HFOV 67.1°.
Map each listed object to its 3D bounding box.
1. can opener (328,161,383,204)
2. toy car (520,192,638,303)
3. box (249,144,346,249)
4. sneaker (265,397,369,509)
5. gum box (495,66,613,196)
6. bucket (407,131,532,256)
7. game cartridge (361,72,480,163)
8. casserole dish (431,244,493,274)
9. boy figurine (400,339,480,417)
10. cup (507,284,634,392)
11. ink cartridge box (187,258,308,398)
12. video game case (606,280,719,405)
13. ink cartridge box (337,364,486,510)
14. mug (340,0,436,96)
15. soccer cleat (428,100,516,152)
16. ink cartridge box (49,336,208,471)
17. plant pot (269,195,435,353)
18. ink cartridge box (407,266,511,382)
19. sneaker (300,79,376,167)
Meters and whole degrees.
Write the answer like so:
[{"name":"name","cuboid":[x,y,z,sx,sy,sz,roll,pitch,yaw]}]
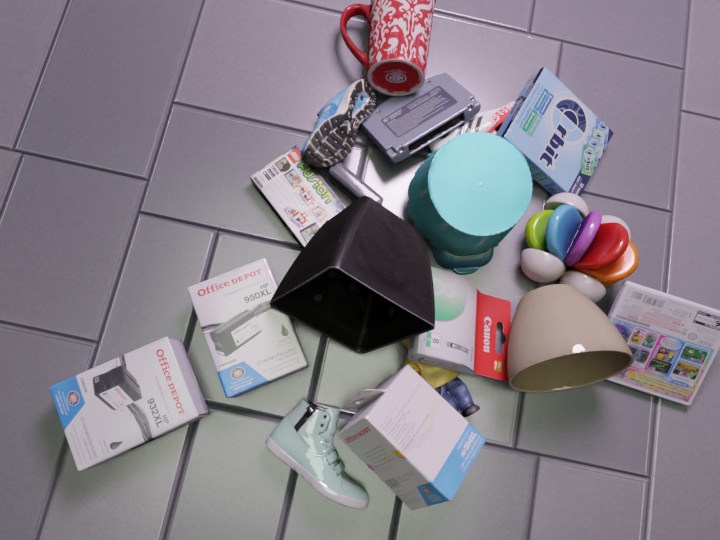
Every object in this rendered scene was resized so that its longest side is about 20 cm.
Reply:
[{"name":"can opener","cuboid":[0.010,-0.115,1.010,0.200,0.053,0.067,40,78,6]},{"name":"toy car","cuboid":[0.399,-0.047,0.973,0.200,0.150,0.175,30,78,2]},{"name":"box","cuboid":[-0.103,-0.124,1.012,0.110,0.035,0.200,-36,83,-10]},{"name":"sneaker","cuboid":[-0.047,0.300,0.906,0.200,0.074,0.118,35,84,6]},{"name":"gum box","cuboid":[0.371,-0.255,1.038,0.200,0.045,0.170,35,77,-16]},{"name":"bucket","cuboid":[0.189,-0.133,0.940,0.207,0.135,0.208,1,83,-6]},{"name":"game cartridge","cuboid":[0.109,-0.296,1.035,0.200,0.042,0.133,-32,51,-5]},{"name":"casserole dish","cuboid":[0.191,-0.094,1.026,0.121,0.039,0.201,-5,80,-4]},{"name":"boy figurine","cuboid":[0.123,0.174,0.952,0.124,0.064,0.200,-30,81,-11]},{"name":"cup","cuboid":[0.338,0.109,0.931,0.200,0.200,0.144,-4,60,-5]},{"name":"ink cartridge box","cuboid":[-0.192,0.099,0.935,0.144,0.084,0.200,-22,80,-9]},{"name":"video game case","cuboid":[0.532,0.132,0.973,0.200,0.024,0.182,18,104,-1]},{"name":"ink cartridge box","cuboid":[0.071,0.260,0.876,0.200,0.129,0.125,45,54,3]},{"name":"mug","cuboid":[0.059,-0.444,1.045,0.177,0.133,0.201,-9,67,38]},{"name":"soccer cleat","cuboid":[0.218,-0.279,1.053,0.200,0.069,0.085,-39,88,-6]},{"name":"ink cartridge box","cuboid":[-0.377,0.216,0.897,0.200,0.084,0.145,-23,80,-8]},{"name":"plant pot","cuboid":[0.000,0.000,0.899,0.200,0.199,0.178,30,55,-25]},{"name":"ink cartridge box","cuboid":[0.186,0.094,0.943,0.199,0.050,0.161,14,64,-12]},{"name":"sneaker","cuboid":[-0.050,-0.271,1.029,0.078,0.090,0.200,48,65,-32]}]
